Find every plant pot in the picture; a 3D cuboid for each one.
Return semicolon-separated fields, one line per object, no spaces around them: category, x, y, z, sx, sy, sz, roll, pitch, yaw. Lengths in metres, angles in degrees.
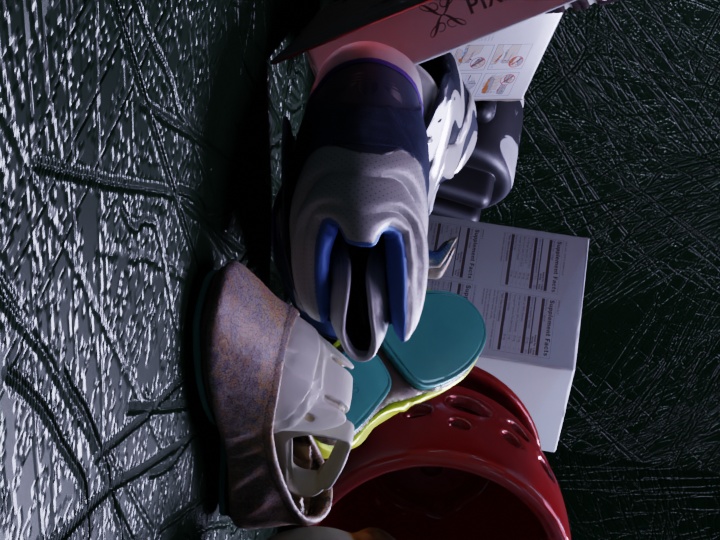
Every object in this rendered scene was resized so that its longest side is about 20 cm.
plant pot;0.052;0.172;1.189;0.183;0.198;0.202;-82;177;-64

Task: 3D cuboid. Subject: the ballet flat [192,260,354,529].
ballet flat;-0.036;0.062;0.759;0.201;0.067;0.069;89;12;-58

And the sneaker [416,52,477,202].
sneaker;0.011;-0.071;0.993;0.200;0.079;0.130;-55;150;-28

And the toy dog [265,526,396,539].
toy dog;-0.037;0.198;0.747;0.195;0.139;0.200;62;17;-13

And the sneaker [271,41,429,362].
sneaker;-0.009;0.004;0.800;0.201;0.080;0.147;99;-3;-45

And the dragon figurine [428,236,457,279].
dragon figurine;0.000;0.000;1.097;0.201;0.099;0.059;-62;173;-9

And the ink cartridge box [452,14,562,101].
ink cartridge box;0.086;-0.251;1.160;0.201;0.083;0.177;112;-33;-49

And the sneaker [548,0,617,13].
sneaker;0.081;-0.219;1.003;0.076;0.198;0.117;12;76;-71

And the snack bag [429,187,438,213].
snack bag;0.026;-0.009;1.242;0.189;0.021;0.201;112;-1;-62

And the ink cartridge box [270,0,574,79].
ink cartridge box;0.063;-0.143;0.847;0.174;0.199;0.044;-68;136;-69

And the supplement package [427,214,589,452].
supplement package;0.103;0.057;1.532;0.152;0.198;0.152;92;9;-55

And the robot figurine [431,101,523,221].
robot figurine;0.114;-0.149;1.800;0.125;0.149;0.201;41;48;-38

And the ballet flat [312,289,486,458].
ballet flat;0.001;0.063;0.942;0.067;0.067;0.200;-35;176;35
